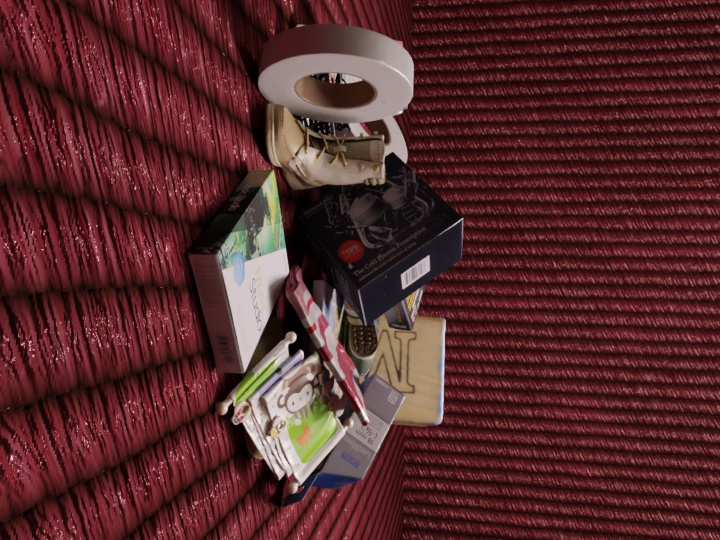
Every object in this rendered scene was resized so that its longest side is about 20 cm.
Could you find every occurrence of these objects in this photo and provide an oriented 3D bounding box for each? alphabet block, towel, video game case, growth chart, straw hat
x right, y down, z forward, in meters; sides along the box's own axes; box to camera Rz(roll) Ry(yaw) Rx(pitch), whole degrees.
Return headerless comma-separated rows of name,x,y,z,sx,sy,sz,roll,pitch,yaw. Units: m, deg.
alphabet block,0.051,0.199,1.186,0.196,0.195,0.201,108,-13,-72
towel,-0.044,0.094,0.803,0.203,0.022,0.144,62,0,-14
video game case,-0.051,0.131,0.959,0.182,0.021,0.205,49,43,-76
growth chart,-0.079,0.171,0.725,0.145,0.017,0.202,-49,132,-29
straw hat,-0.085,0.155,0.798,0.201,0.083,0.207,2,90,-81

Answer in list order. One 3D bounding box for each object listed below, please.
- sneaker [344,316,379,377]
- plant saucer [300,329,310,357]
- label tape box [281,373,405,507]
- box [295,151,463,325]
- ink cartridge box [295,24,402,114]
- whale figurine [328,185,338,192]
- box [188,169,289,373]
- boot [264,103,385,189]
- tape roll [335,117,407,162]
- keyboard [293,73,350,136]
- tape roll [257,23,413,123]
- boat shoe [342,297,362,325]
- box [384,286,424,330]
sneaker,0.001,0.098,1.073,0.203,0.065,0.091,-86,-175,-46
plant saucer,-0.072,0.150,1.021,0.201,0.038,0.206,2,90,-80
label tape box,-0.025,0.266,0.877,0.202,0.063,0.145,-57,-178,-30
box,0.030,-0.054,0.942,0.182,0.198,0.105,47,-17,32
ink cartridge box,-0.028,-0.316,0.965,0.067,0.196,0.120,7,-82,57
whale figurine,-0.031,-0.122,1.132,0.201,0.102,0.161,-55,160,-32
box,-0.127,-0.007,0.677,0.201,0.035,0.147,-77,165,-57
boot,-0.042,-0.167,0.819,0.200,0.151,0.074,59,34,-73
tape roll,0.008,-0.265,1.103,0.201,0.037,0.206,34,38,-31
keyboard,-0.058,-0.252,0.884,0.040,0.103,0.204,39,-36,45
tape roll,-0.030,-0.239,0.752,0.203,0.198,0.038,41,50,-78
boat shoe,0.000,0.000,1.049,0.202,0.073,0.069,-94,174,-51
box,0.083,-0.021,1.080,0.160,0.047,0.203,70,33,-49
